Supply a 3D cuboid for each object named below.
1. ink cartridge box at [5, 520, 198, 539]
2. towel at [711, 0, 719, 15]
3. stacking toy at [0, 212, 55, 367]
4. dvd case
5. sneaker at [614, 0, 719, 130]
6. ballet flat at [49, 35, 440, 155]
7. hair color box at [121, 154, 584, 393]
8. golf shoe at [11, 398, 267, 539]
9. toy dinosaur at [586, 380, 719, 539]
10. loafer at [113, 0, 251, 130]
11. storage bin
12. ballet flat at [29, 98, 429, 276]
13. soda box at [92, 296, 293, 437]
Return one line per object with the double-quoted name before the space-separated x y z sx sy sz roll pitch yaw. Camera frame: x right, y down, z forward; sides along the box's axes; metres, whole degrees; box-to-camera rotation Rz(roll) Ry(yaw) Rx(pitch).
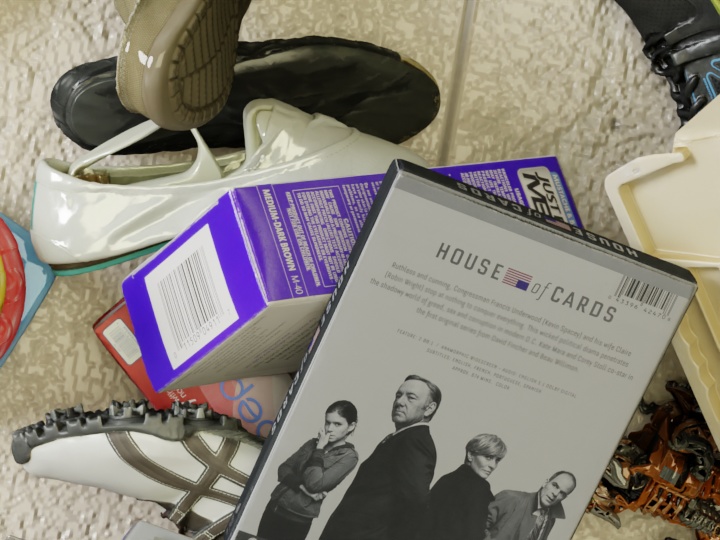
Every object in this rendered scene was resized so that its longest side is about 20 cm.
"ink cartridge box" -0.096 0.206 1.343 0.199 0.047 0.198 22 131 -7
"towel" 0.211 -0.202 1.407 0.144 0.023 0.200 54 50 -18
"stacking toy" -0.208 0.006 1.311 0.116 0.200 0.110 35 84 -7
"dvd case" 0.044 0.064 1.272 0.150 0.025 0.201 20 109 -13
"sneaker" 0.185 -0.097 1.433 0.200 0.073 0.082 40 83 -5
"ballet flat" -0.057 -0.092 1.414 0.199 0.057 0.067 -1 113 -14
"hair color box" 0.000 0.000 1.342 0.199 0.109 0.065 -5 70 -37
"golf shoe" -0.067 0.108 1.323 0.199 0.078 0.095 4 91 -3
"toy dinosaur" 0.201 0.085 1.438 0.199 0.102 0.137 -2 103 -31
"loafer" -0.091 -0.132 1.356 0.067 0.200 0.076 5 121 8
"storage bin" 0.233 -0.023 1.324 0.200 0.093 0.199 -40 113 -36
"ballet flat" -0.065 -0.049 1.369 0.199 0.069 0.070 -13 90 -6
"soda box" -0.048 0.086 1.397 0.063 0.070 0.200 -39 93 -5
